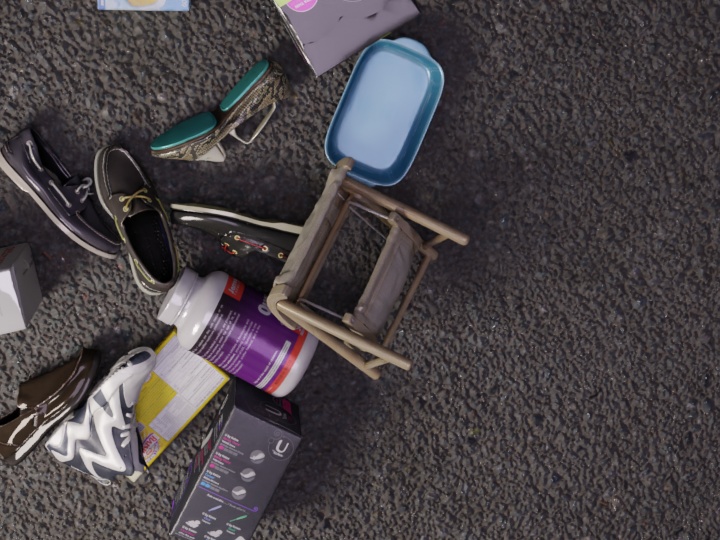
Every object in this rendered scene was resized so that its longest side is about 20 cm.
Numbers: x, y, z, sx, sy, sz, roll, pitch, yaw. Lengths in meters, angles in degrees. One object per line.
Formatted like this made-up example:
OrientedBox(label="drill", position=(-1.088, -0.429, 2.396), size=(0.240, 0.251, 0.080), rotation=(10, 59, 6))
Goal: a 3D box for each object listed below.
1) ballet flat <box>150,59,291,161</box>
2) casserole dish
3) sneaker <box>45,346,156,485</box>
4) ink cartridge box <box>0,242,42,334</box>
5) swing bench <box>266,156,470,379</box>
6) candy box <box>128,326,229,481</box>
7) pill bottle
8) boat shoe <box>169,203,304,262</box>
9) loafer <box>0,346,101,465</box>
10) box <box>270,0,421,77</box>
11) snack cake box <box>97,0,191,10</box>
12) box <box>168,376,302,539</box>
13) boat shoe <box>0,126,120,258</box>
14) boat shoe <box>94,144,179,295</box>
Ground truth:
OrientedBox(label="ballet flat", position=(-0.171, -0.186, 1.637), size=(0.199, 0.068, 0.075), rotation=(-36, 121, 2))
OrientedBox(label="casserole dish", position=(0.029, -0.206, 1.662), size=(0.120, 0.039, 0.202), rotation=(21, 101, -11))
OrientedBox(label="sneaker", position=(-0.307, 0.203, 1.688), size=(0.129, 0.080, 0.199), rotation=(43, 97, -11))
OrientedBox(label="ink cartridge box", position=(-0.514, 0.039, 1.614), size=(0.198, 0.146, 0.085), rotation=(-13, 105, -2))
OrientedBox(label="swing bench", position=(0.000, 0.000, 1.631), size=(0.199, 0.130, 0.200), rotation=(31, 71, -12))
OrientedBox(label="candy box", position=(-0.279, 0.182, 1.737), size=(0.102, 0.026, 0.200), rotation=(42, 97, -14))
OrientedBox(label="pill bottle", position=(-0.161, 0.075, 1.678), size=(0.199, 0.113, 0.113), rotation=(29, 100, -13))
OrientedBox(label="boat shoe", position=(-0.153, -0.046, 1.666), size=(0.199, 0.074, 0.064), rotation=(13, 95, -14))
OrientedBox(label="loafer", position=(-0.422, 0.171, 1.696), size=(0.071, 0.073, 0.200), rotation=(41, 97, -15))
OrientedBox(label="box", position=(-0.028, -0.330, 1.539), size=(0.148, 0.200, 0.125), rotation=(-30, 106, 3))
OrientedBox(label="snack cake box", position=(-0.264, -0.421, 1.560), size=(0.114, 0.067, 0.202), rotation=(0, 105, -5))
OrientedBox(label="box", position=(-0.167, 0.267, 1.722), size=(0.105, 0.122, 0.201), rotation=(25, 101, -11))
OrientedBox(label="boat shoe", position=(-0.373, -0.099, 1.632), size=(0.063, 0.073, 0.200), rotation=(-44, 100, 10))
OrientedBox(label="boat shoe", position=(-0.280, -0.069, 1.631), size=(0.071, 0.060, 0.203), rotation=(-22, 92, -24))
